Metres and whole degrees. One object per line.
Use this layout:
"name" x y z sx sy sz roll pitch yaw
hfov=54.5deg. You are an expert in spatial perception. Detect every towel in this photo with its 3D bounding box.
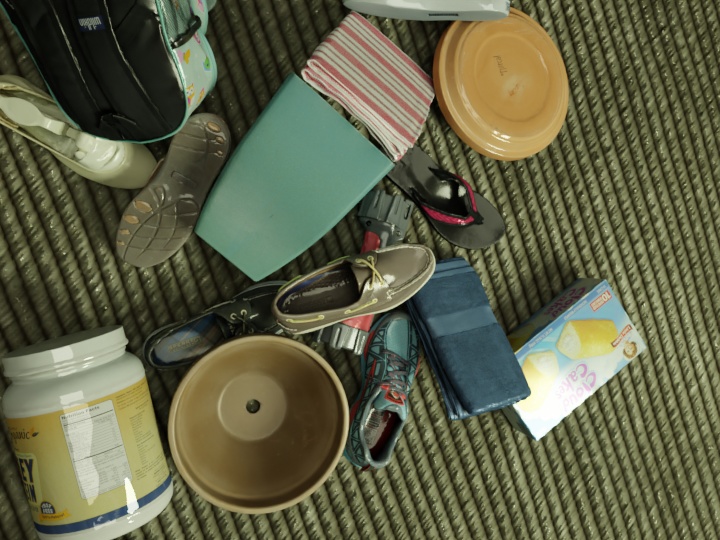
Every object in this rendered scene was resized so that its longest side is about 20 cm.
"towel" 0.017 -0.221 0.812 0.146 0.200 0.030 40 127 -13
"towel" 0.124 0.079 0.854 0.111 0.049 0.201 -8 62 -28

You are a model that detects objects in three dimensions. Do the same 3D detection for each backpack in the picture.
"backpack" -0.238 -0.236 0.702 0.175 0.154 0.201 -1 126 14

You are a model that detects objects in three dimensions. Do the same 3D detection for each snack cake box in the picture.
"snack cake box" 0.263 0.113 0.925 0.200 0.067 0.115 -37 99 -10

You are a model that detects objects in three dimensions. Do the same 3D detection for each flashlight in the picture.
"flashlight" 0.000 0.000 0.857 0.068 0.068 0.201 23 81 -50

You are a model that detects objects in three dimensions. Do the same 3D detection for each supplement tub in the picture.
"supplement tub" -0.290 0.170 0.742 0.144 0.144 0.201 -14 95 -14

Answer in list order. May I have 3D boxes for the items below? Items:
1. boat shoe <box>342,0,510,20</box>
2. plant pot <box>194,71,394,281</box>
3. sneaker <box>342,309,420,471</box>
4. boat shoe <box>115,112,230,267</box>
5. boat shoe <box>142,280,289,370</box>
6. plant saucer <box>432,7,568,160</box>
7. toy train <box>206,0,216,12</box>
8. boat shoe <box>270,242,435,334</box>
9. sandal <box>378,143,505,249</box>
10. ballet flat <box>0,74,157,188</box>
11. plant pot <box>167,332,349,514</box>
"boat shoe" 0.079 -0.350 0.834 0.201 0.075 0.086 5 97 10
"plant pot" -0.086 -0.098 0.789 0.141 0.141 0.200 41 99 -12
"sneaker" 0.039 0.148 0.851 0.079 0.095 0.201 16 86 -15
"boat shoe" -0.207 -0.090 0.793 0.076 0.072 0.200 35 104 -17
"boat shoe" -0.156 0.069 0.818 0.199 0.057 0.069 -23 97 -13
"plant saucer" 0.186 -0.242 0.891 0.200 0.032 0.201 3 83 -24
"toy train" -0.207 -0.379 0.781 0.114 0.085 0.201 14 88 -5
"boat shoe" -0.006 0.016 0.792 0.199 0.060 0.072 -20 76 -4
"sandal" 0.104 -0.095 0.887 0.200 0.045 0.075 38 82 -13
"ballet flat" -0.319 -0.148 0.764 0.200 0.069 0.070 27 85 -14
"plant pot" -0.120 0.169 0.812 0.200 0.093 0.202 -1 92 -15
